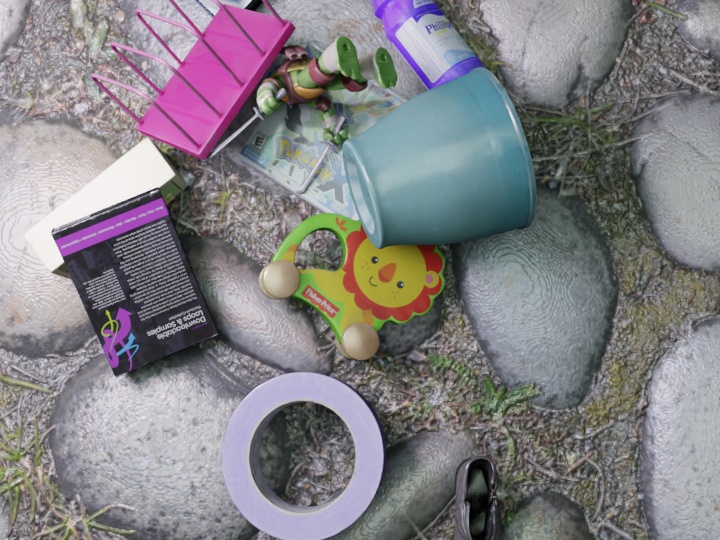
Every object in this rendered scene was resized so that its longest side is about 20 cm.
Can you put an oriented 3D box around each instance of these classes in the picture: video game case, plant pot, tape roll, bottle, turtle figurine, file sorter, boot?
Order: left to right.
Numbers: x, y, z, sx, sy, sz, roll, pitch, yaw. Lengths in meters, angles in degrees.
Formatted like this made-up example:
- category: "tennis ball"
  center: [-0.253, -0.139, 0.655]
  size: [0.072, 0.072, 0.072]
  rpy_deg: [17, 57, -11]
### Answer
- category: "file sorter"
  center: [-0.207, -0.265, 1.325]
  size: [0.138, 0.125, 0.201]
  rpy_deg: [24, 76, 41]
- category: "tape roll"
  center: [-0.067, 0.227, 1.356]
  size: [0.197, 0.085, 0.203]
  rpy_deg: [0, 82, 3]
- category: "turtle figurine"
  center: [-0.055, -0.194, 1.344]
  size: [0.144, 0.193, 0.201]
  rpy_deg: [40, 51, -28]
- category: "video game case"
  center: [-0.030, -0.171, 1.432]
  size: [0.199, 0.022, 0.183]
  rpy_deg: [32, 86, 7]
- category: "bottle"
  center: [0.074, -0.309, 1.412]
  size: [0.201, 0.083, 0.065]
  rpy_deg: [54, 129, 8]
- category: "plant pot"
  center: [0.083, -0.118, 1.315]
  size: [0.186, 0.200, 0.202]
  rpy_deg: [-18, 82, -8]
- category: "boot"
  center: [0.139, 0.322, 1.308]
  size: [0.069, 0.132, 0.203]
  rpy_deg: [-9, 83, 2]

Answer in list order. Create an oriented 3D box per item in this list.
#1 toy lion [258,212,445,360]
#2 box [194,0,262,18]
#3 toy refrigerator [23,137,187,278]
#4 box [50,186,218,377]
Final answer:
- category: "toy lion"
  center: [0.000, 0.000, 1.381]
  size: [0.199, 0.069, 0.192]
  rpy_deg: [37, 81, -6]
- category: "box"
  center: [-0.154, -0.433, 1.462]
  size: [0.137, 0.038, 0.200]
  rpy_deg: [44, 87, 7]
- category: "toy refrigerator"
  center: [-0.322, -0.076, 1.411]
  size: [0.199, 0.076, 0.070]
  rpy_deg: [-39, 83, -2]
- category: "box"
  center: [-0.279, 0.015, 1.375]
  size: [0.142, 0.036, 0.202]
  rpy_deg: [-21, 105, -5]
